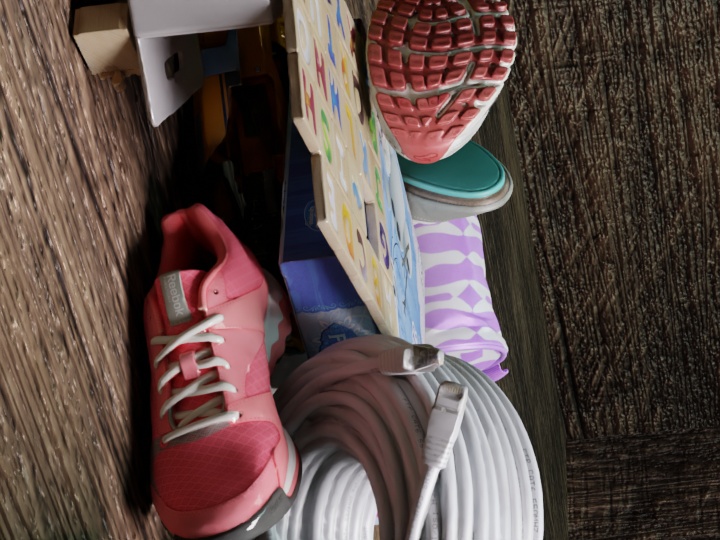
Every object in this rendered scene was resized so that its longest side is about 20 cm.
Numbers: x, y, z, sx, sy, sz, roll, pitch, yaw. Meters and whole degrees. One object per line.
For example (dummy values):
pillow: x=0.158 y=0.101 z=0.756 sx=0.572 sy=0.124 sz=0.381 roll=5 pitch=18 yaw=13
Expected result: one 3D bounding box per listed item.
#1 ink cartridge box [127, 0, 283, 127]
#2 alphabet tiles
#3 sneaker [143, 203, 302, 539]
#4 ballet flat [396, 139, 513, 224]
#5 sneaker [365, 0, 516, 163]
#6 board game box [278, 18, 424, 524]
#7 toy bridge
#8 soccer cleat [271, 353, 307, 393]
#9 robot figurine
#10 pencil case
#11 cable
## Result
ink cartridge box: x=-0.069 y=-0.176 z=0.958 sx=0.116 sy=0.067 sz=0.200 roll=-64 pitch=147 yaw=-72
alphabet tiles: x=-0.010 y=-0.073 z=0.995 sx=0.200 sy=0.008 sz=0.167 roll=61 pitch=22 yaw=-65
sneaker: x=-0.078 y=0.046 z=0.983 sx=0.200 sy=0.074 sz=0.087 roll=-95 pitch=163 yaw=-51
ballet flat: x=0.017 y=-0.063 z=1.298 sx=0.067 sy=0.200 sz=0.064 roll=-33 pitch=135 yaw=-33
sneaker: x=0.044 y=-0.120 z=1.128 sx=0.200 sy=0.078 sz=0.082 roll=-80 pitch=176 yaw=-49
board game box: x=0.000 y=0.000 z=1.147 sx=0.200 sy=0.043 sz=0.199 roll=-88 pitch=168 yaw=-47
toy bridge: x=-0.110 y=-0.169 z=1.001 sx=0.067 sy=0.027 sz=0.200 roll=69 pitch=18 yaw=-58
soccer cleat: x=-0.020 y=0.088 z=1.297 sx=0.200 sy=0.069 sz=0.078 roll=61 pitch=29 yaw=-51
robot figurine: x=-0.057 y=-0.051 z=1.159 sx=0.145 sy=0.058 sz=0.200 roll=24 pitch=60 yaw=-79
pencil case: x=0.048 y=-0.023 z=1.352 sx=0.085 sy=0.084 sz=0.200 roll=5 pitch=70 yaw=-35
cable: x=0.006 y=0.131 z=1.003 sx=0.200 sy=0.069 sz=0.200 roll=5 pitch=-92 yaw=58
